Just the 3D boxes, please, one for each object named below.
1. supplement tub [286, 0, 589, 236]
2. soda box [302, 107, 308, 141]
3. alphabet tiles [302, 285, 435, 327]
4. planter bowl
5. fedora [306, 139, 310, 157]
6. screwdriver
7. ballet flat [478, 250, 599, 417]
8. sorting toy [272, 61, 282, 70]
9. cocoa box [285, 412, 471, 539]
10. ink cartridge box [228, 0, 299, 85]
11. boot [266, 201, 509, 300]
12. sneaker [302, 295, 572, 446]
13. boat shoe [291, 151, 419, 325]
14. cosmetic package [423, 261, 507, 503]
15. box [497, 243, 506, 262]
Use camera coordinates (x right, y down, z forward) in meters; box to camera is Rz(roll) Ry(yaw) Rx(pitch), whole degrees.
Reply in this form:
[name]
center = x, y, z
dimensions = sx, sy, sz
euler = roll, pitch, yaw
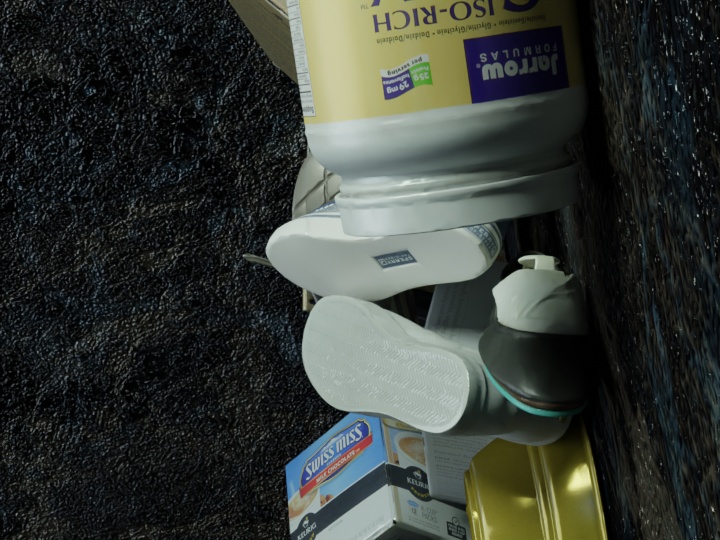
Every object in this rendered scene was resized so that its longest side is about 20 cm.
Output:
[supplement tub]
center = 0.036, -0.126, 0.844
dimensions = 0.145, 0.145, 0.201
euler = -92, -7, -83
[soda box]
center = 0.039, -0.103, 1.461
dimensions = 0.200, 0.064, 0.068
euler = 12, -116, -51
[alphabet tiles]
center = 0.027, -0.002, 1.344
dimensions = 0.200, 0.006, 0.167
euler = 14, -110, -44
[planter bowl]
center = 0.116, 0.175, 1.140
dimensions = 0.200, 0.083, 0.201
euler = -9, -90, -89
[fedora]
center = 0.053, -0.092, 1.319
dimensions = 0.177, 0.090, 0.200
euler = 51, -144, -10
[screwdriver]
center = -0.002, 0.016, 1.285
dimensions = 0.029, 0.200, 0.028
euler = 153, 128, -62
[ballet flat]
center = 0.103, 0.028, 1.013
dimensions = 0.200, 0.068, 0.069
euler = -95, 8, -78
[sorting toy]
center = 0.030, -0.219, 1.423
dimensions = 0.107, 0.200, 0.180
euler = 42, -178, -7
[cocoa box]
center = 0.054, 0.215, 1.429
dimensions = 0.200, 0.133, 0.131
euler = 25, -140, -32
[ink cartridge box]
center = -0.026, -0.182, 1.218
dimensions = 0.200, 0.075, 0.165
euler = 45, 174, 40
[boot]
center = 0.028, -0.037, 1.145
dimensions = 0.073, 0.200, 0.090
euler = 52, -127, -30
[sneaker]
center = 0.052, 0.072, 1.110
dimensions = 0.200, 0.115, 0.074
euler = 25, 100, 54
[boat shoe]
center = 0.000, 0.000, 1.237
dimensions = 0.073, 0.074, 0.201
euler = -9, -89, -69
[cosmetic package]
center = 0.090, 0.088, 1.261
dimensions = 0.200, 0.074, 0.102
euler = 80, -157, -52
[box]
center = 0.104, -0.092, 1.579
dimensions = 0.041, 0.039, 0.201
euler = 91, 170, -87
